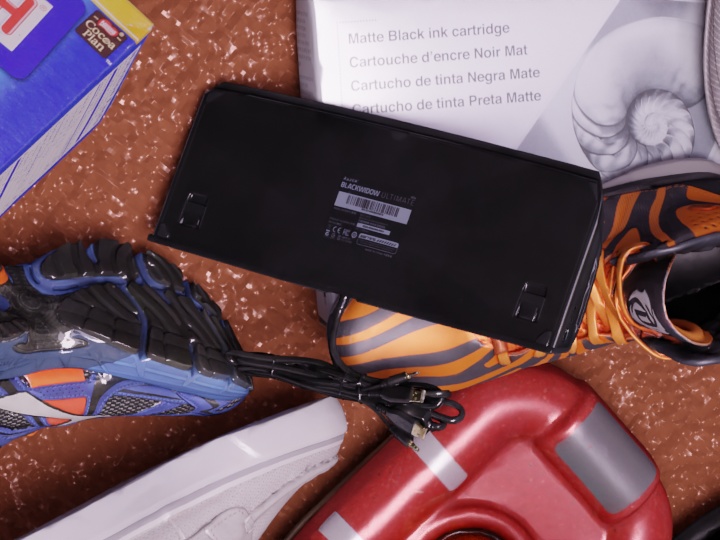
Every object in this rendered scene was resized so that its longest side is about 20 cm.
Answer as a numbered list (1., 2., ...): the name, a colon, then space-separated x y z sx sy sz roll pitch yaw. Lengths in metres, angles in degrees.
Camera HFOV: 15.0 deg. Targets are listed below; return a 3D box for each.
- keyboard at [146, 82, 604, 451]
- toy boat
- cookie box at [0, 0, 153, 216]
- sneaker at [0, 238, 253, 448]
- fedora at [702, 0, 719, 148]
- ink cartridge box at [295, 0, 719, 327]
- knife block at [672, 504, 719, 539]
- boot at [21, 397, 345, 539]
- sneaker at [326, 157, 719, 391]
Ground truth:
1. keyboard: 0.000 0.000 1.114 0.021 0.199 0.128 33 75 -59
2. toy boat: 0.048 0.138 1.157 0.200 0.131 0.131 -44 104 -4
3. cookie box: -0.204 -0.078 1.031 0.171 0.075 0.200 41 50 0
4. sneaker: -0.134 0.035 1.127 0.199 0.076 0.079 9 132 -33
5. fedora: 0.240 -0.118 1.166 0.176 0.090 0.201 22 85 -30
6. ink cartridge box: 0.072 -0.082 1.179 0.198 0.041 0.201 -6 99 -12
7. knife block: 0.226 0.090 1.216 0.175 0.064 0.201 13 95 -21
8. boot: -0.075 0.131 1.126 0.199 0.073 0.096 -26 89 -27
9. sneaker: 0.087 0.007 1.116 0.199 0.112 0.078 -22 107 -8
